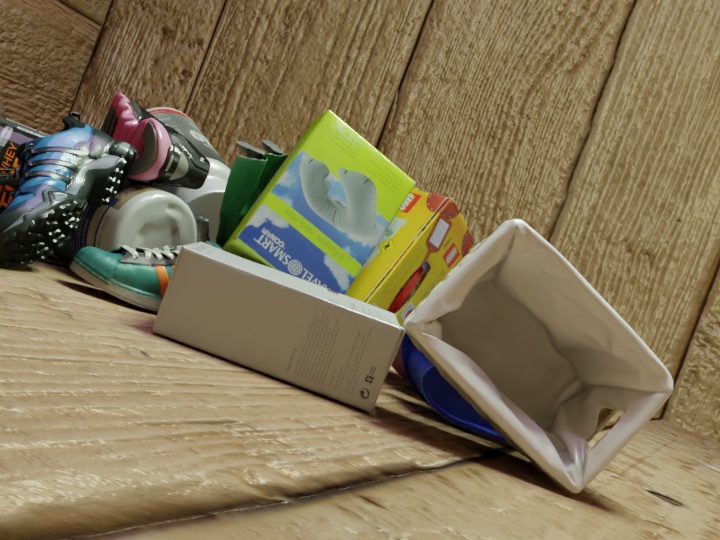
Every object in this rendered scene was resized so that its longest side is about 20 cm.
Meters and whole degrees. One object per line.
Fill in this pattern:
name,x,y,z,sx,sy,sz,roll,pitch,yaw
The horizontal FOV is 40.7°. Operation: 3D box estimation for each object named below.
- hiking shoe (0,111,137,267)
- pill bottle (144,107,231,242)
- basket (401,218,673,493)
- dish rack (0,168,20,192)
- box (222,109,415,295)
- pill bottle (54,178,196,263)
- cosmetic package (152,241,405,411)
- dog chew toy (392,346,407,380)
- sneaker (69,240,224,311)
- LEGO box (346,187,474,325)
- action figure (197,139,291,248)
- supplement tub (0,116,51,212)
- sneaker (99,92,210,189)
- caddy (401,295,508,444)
hiking shoe,-0.295,-0.074,0.901,0.087,0.075,0.200,33,37,1
pill bottle,-0.211,-0.101,1.150,0.114,0.114,0.200,20,21,-42
basket,0.144,0.072,0.846,0.200,0.136,0.123,46,-8,-2
dish rack,-0.415,-0.105,0.965,0.199,0.055,0.153,-4,11,-20
box,-0.044,-0.047,0.960,0.122,0.200,0.048,38,-27,-13
pill bottle,-0.278,-0.054,1.042,0.200,0.111,0.111,22,1,37
cosmetic package,-0.070,0.046,0.855,0.199,0.081,0.113,22,3,-4
dog chew toy,0.096,0.072,1.119,0.124,0.125,0.200,21,-10,-7
sneaker,-0.180,0.001,0.945,0.199,0.080,0.071,20,1,-35
LEGO box,0.000,0.000,1.038,0.149,0.200,0.077,22,-25,43
action figure,-0.131,-0.038,1.019,0.055,0.201,0.118,33,23,26
supplement tub,-0.438,-0.124,1.246,0.199,0.123,0.123,20,1,-15
sneaker,-0.225,-0.134,1.062,0.095,0.079,0.200,16,14,-36
caddy,0.140,0.094,0.978,0.199,0.142,0.105,21,6,-5
